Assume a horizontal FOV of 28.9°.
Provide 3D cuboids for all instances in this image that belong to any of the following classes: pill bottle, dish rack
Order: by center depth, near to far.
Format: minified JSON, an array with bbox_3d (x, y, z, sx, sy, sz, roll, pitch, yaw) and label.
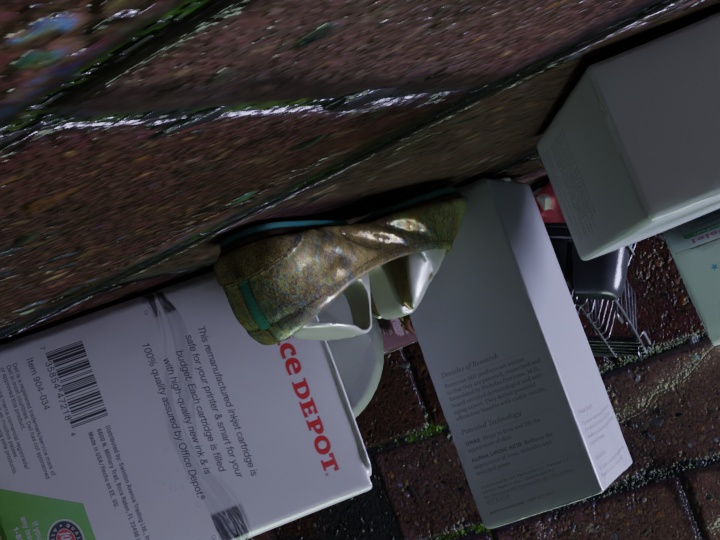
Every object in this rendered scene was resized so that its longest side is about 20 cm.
[{"bbox_3d":[-0.055,0.064,0.963,0.112,0.113,0.200,-20,175,-13],"label":"pill bottle"},{"bbox_3d":[0.132,0.022,1.012,0.153,0.055,0.200,2,163,20],"label":"dish rack"}]

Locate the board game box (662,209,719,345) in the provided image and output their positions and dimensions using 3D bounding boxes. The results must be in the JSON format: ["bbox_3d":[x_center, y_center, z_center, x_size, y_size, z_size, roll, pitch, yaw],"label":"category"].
[{"bbox_3d":[0.245,-0.050,0.812,0.147,0.064,0.200,-23,-161,13],"label":"board game box"}]

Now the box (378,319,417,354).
[{"bbox_3d":[-0.020,0.055,1.286,0.100,0.075,0.200,-23,177,19],"label":"box"}]

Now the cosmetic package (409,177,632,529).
[{"bbox_3d":[0.092,0.047,0.870,0.081,0.201,0.113,-23,172,19],"label":"cosmetic package"}]

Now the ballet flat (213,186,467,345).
[{"bbox_3d":[0.000,0.000,0.743,0.071,0.071,0.200,-24,175,35],"label":"ballet flat"}]

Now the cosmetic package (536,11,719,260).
[{"bbox_3d":[0.149,-0.061,0.649,0.101,0.071,0.200,-22,176,-1],"label":"cosmetic package"}]

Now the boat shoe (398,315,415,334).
[{"bbox_3d":[0.061,0.013,1.167,0.070,0.071,0.200,-19,174,-6],"label":"boat shoe"}]

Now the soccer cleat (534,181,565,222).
[{"bbox_3d":[0.146,-0.032,1.058,0.076,0.067,0.200,-24,174,-17],"label":"soccer cleat"}]

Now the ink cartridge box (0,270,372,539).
[{"bbox_3d":[-0.112,0.090,0.791,0.199,0.146,0.084,-19,176,-12],"label":"ink cartridge box"}]
